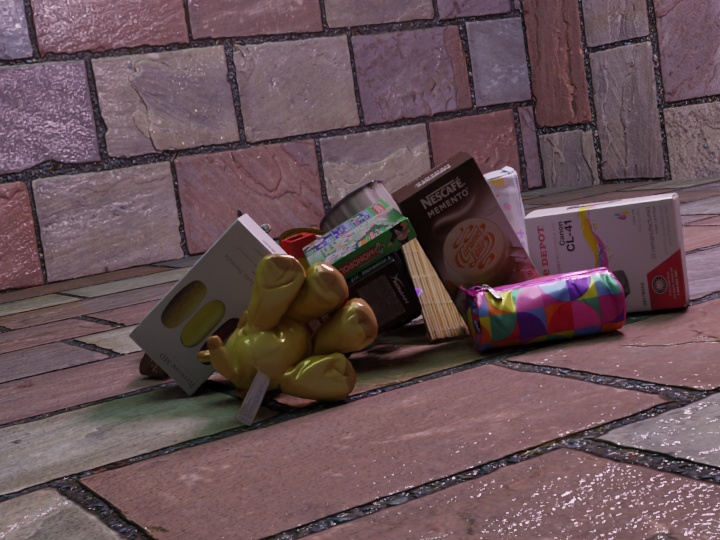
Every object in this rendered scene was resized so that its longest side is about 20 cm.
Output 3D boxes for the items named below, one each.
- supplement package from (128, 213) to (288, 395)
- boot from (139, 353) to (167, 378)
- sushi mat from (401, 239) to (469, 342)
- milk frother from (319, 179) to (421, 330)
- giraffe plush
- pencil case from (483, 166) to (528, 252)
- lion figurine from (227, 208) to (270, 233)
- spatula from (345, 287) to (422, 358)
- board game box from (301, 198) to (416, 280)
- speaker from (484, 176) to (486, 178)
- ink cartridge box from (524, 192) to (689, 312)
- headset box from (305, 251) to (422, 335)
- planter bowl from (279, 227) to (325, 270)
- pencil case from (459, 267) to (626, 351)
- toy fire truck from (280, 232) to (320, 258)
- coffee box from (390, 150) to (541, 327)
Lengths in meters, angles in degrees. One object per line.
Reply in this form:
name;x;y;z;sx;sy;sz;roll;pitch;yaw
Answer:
supplement package;-0.178;0.041;1.388;0.200;0.114;0.110;-46;4;4
boot;-0.279;0.108;1.587;0.186;0.064;0.201;-45;11;32
sushi mat;0.113;0.004;1.510;0.095;0.202;0.012;-8;-30;-15
milk frother;0.000;0.000;1.567;0.180;0.189;0.200;-42;-13;23
giraffe plush;-0.098;0.089;1.250;0.200;0.173;0.162;-48;10;-19
pencil case;0.239;-0.065;1.798;0.083;0.202;0.090;-22;7;-40
lion figurine;-0.127;0.003;1.666;0.072;0.201;0.123;-29;-34;-5
spatula;0.011;0.076;1.427;0.056;0.021;0.200;2;28;37
board game box;-0.006;-0.036;1.427;0.134;0.029;0.200;-31;13;-1
speaker;0.160;-0.036;1.618;0.080;0.203;0.081;-8;5;1
ink cartridge box;0.330;-0.017;1.468;0.198;0.149;0.086;-7;5;20
headset box;-0.029;0.050;1.393;0.199;0.075;0.149;-31;12;4
planter bowl;-0.054;0.015;1.820;0.198;0.084;0.201;16;-24;7
pencil case;0.223;0.046;1.349;0.197;0.090;0.088;-8;6;-5
toy fire truck;-0.021;0.006;1.722;0.198;0.143;0.049;-7;6;-23
coffee box;0.138;-0.036;1.406;0.114;0.201;0.080;-32;13;3
